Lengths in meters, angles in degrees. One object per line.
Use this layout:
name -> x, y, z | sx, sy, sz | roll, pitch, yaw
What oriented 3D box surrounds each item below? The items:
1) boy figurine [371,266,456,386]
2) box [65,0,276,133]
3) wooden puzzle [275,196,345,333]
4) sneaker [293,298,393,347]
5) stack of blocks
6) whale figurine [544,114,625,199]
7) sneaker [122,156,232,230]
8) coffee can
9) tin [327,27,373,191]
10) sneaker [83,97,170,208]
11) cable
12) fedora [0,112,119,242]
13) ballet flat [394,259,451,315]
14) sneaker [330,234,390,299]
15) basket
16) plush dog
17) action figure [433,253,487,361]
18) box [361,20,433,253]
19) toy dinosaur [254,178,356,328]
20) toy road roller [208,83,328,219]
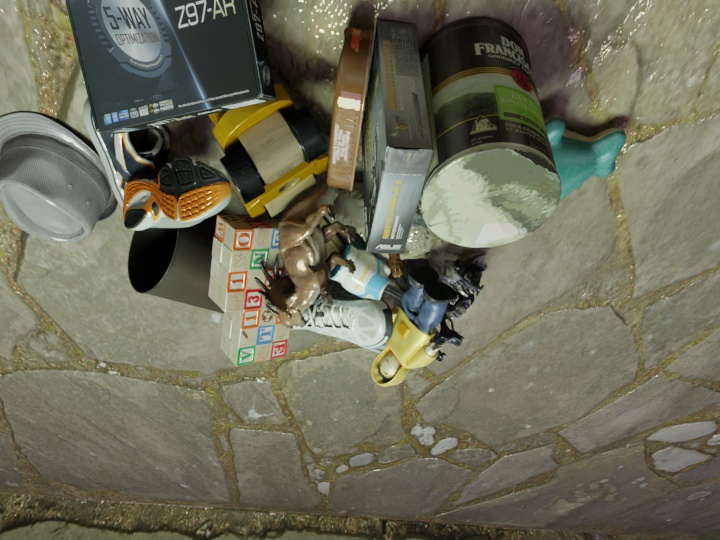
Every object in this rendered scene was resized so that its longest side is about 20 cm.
boy figurine -> 0.068, 0.090, 0.846 | 0.063, 0.125, 0.203 | -10, 137, -41
box -> -0.195, -0.241, 0.582 | 0.193, 0.044, 0.166 | -7, 101, 13
wooden puzzle -> -0.114, -0.007, 0.905 | 0.037, 0.186, 0.201 | 33, 168, 39
sneaker -> -0.045, 0.079, 0.859 | 0.113, 0.079, 0.198 | 1, 179, -38
stack of blocks -> -0.152, 0.028, 0.808 | 0.113, 0.058, 0.207 | -5, 115, -39
whale figurine -> 0.249, -0.127, 0.745 | 0.193, 0.107, 0.161 | -7, 147, 3
sneaker -> -0.216, -0.093, 0.720 | 0.195, 0.079, 0.091 | -2, 179, 39
coffee can -> 0.132, -0.152, 0.633 | 0.141, 0.205, 0.148 | 0, 146, 0
tin -> -0.014, -0.184, 0.673 | 0.040, 0.115, 0.203 | 5, 144, -5
sneaker -> -0.297, -0.142, 0.772 | 0.076, 0.080, 0.203 | 4, 143, 7
cable -> 0.019, 0.079, 1.036 | 0.194, 0.071, 0.201 | 21, 153, -3
fedora -> -0.445, -0.112, 0.809 | 0.171, 0.093, 0.202 | -8, 143, 13
ballet flat -> 0.108, 0.020, 1.010 | 0.066, 0.047, 0.200 | -32, 132, 11
sneaker -> 0.000, 0.000, 0.872 | 0.079, 0.200, 0.078 | 31, 99, -5
basket -> -0.244, -0.005, 0.905 | 0.197, 0.180, 0.139 | 26, 98, -41
plush dog -> 0.080, -0.067, 0.823 | 0.197, 0.165, 0.169 | -28, 159, 34
action figure -> 0.142, 0.037, 0.925 | 0.100, 0.203, 0.119 | 32, 146, -5
box -> 0.034, -0.149, 0.643 | 0.047, 0.205, 0.160 | 2, 146, -6
toy dinosaur -> -0.081, -0.022, 0.750 | 0.131, 0.208, 0.085 | -1, 179, 27
toy road roller -> -0.123, -0.164, 0.705 | 0.121, 0.148, 0.200 | -32, 176, -7
